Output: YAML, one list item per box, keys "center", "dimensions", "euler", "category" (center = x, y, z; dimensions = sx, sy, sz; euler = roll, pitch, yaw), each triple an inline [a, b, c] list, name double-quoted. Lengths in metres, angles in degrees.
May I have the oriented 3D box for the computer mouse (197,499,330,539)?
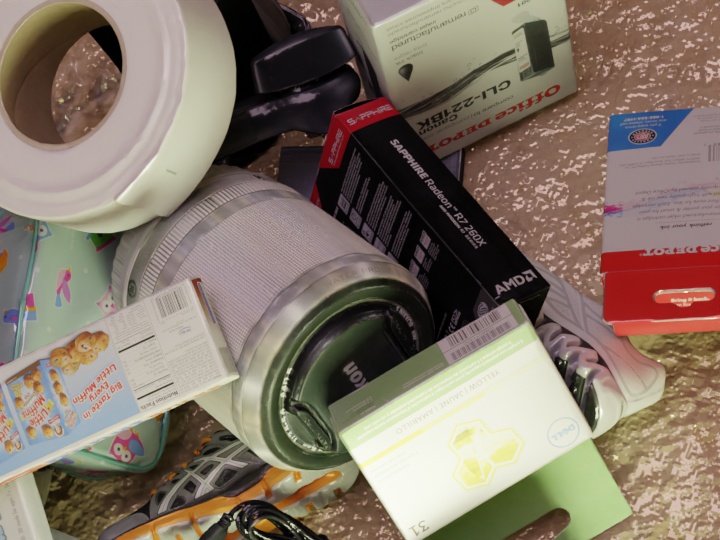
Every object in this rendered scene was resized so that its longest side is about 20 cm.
- center: [-0.073, 0.257, 1.567]
  dimensions: [0.140, 0.046, 0.200]
  euler: [34, 78, -10]
  category: "computer mouse"

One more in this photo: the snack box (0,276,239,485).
- center: [-0.180, 0.076, 1.512]
  dimensions: [0.200, 0.024, 0.072]
  euler: [-25, 83, 18]
  category: "snack box"

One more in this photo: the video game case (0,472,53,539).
- center: [-0.298, 0.184, 1.591]
  dimensions: [0.182, 0.024, 0.200]
  euler: [-20, 86, 24]
  category: "video game case"

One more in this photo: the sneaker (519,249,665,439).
- center: [0.137, 0.039, 1.631]
  dimensions: [0.081, 0.075, 0.200]
  euler: [-16, 48, -29]
  category: "sneaker"

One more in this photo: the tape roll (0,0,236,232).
- center: [-0.187, -0.127, 1.573]
  dimensions: [0.202, 0.071, 0.203]
  euler: [-4, 81, 25]
  category: "tape roll"

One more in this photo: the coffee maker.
- center: [-0.124, -0.166, 1.706]
  dimensions: [0.135, 0.200, 0.192]
  euler: [-10, 66, 12]
  category: "coffee maker"

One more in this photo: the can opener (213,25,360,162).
- center: [-0.090, -0.106, 1.654]
  dimensions: [0.200, 0.063, 0.079]
  euler: [-27, 97, -6]
  category: "can opener"

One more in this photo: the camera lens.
- center: [-0.060, 0.032, 1.586]
  dimensions: [0.160, 0.160, 0.200]
  euler: [-48, 48, -7]
  category: "camera lens"

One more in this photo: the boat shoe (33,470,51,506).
- center: [-0.256, 0.093, 1.705]
  dimensions: [0.060, 0.072, 0.202]
  euler: [-9, 60, 39]
  category: "boat shoe"

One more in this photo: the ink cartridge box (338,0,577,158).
- center: [0.069, -0.178, 1.651]
  dimensions: [0.144, 0.200, 0.084]
  euler: [-27, 62, -4]
  category: "ink cartridge box"

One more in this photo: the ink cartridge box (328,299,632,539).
- center: [0.088, 0.136, 1.531]
  dimensions: [0.146, 0.200, 0.048]
  euler: [-31, 25, 1]
  category: "ink cartridge box"

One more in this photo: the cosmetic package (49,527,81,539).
- center: [-0.249, 0.252, 1.616]
  dimensions: [0.200, 0.052, 0.151]
  euler: [18, 99, 21]
  category: "cosmetic package"

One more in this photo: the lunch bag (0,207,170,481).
- center: [-0.205, 0.053, 1.665]
  dimensions: [0.077, 0.160, 0.200]
  euler: [-13, 63, 43]
  category: "lunch bag"

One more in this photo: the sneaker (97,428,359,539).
- center: [-0.101, 0.157, 1.641]
  dimensions: [0.200, 0.078, 0.077]
  euler: [-26, 55, -3]
  category: "sneaker"

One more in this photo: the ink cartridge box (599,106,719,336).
- center: [0.229, -0.022, 1.591]
  dimensions: [0.116, 0.067, 0.200]
  euler: [-3, 47, 14]
  category: "ink cartridge box"

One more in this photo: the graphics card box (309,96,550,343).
- center: [0.043, -0.011, 1.618]
  dimensions: [0.051, 0.125, 0.200]
  euler: [-22, 58, -30]
  category: "graphics card box"

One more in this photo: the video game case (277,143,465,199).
- center: [0.000, 0.000, 1.706]
  dimensions: [0.143, 0.019, 0.200]
  euler: [0, 69, 15]
  category: "video game case"
